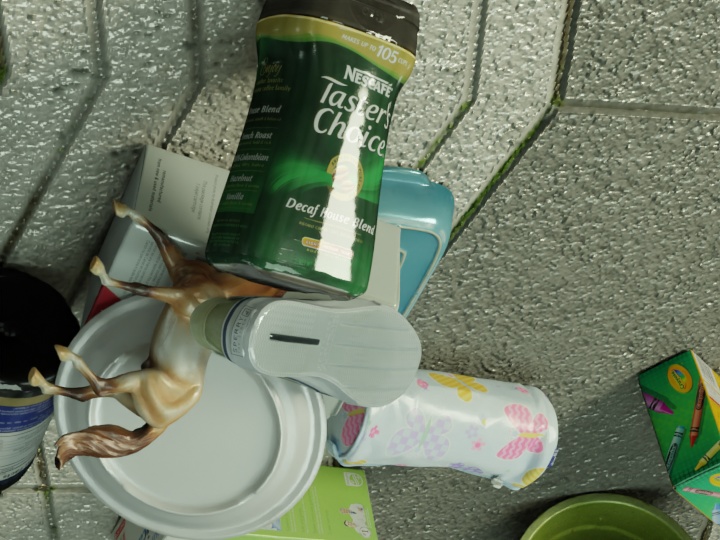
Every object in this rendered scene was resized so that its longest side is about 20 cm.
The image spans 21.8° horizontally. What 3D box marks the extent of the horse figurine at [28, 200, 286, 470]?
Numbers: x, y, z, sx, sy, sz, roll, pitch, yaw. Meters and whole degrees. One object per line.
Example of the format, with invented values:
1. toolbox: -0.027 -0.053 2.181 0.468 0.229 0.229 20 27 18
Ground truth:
1. horse figurine: -0.138 0.048 1.260 0.132 0.050 0.201 24 96 -23

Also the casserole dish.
1. casserole dish: 0.000 0.000 1.435 0.120 0.039 0.200 5 138 -22

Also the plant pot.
1. plant pot: 0.226 0.345 1.838 0.199 0.201 0.190 -5 155 -9

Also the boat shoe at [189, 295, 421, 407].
1. boat shoe: -0.032 0.044 1.253 0.200 0.062 0.072 19 89 -53

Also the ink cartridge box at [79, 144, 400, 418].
1. ink cartridge box: -0.087 0.013 1.353 0.199 0.083 0.146 18 135 -14

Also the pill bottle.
1. pill bottle: -0.289 0.100 1.416 0.111 0.112 0.200 7 139 -24

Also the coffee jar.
1. coffee jar: -0.028 -0.088 1.196 0.104 0.201 0.085 15 173 -30

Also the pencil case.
1. pencil case: 0.068 0.131 1.580 0.199 0.083 0.091 11 114 -27

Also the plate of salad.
1. plate of salad: -0.121 0.102 1.342 0.199 0.048 0.201 3 114 7

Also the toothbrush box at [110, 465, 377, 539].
1. toothbrush box: -0.105 0.242 1.669 0.199 0.086 0.146 7 139 -25

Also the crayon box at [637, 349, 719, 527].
1. crayon box: 0.330 0.169 1.676 0.058 0.119 0.200 -29 139 20
